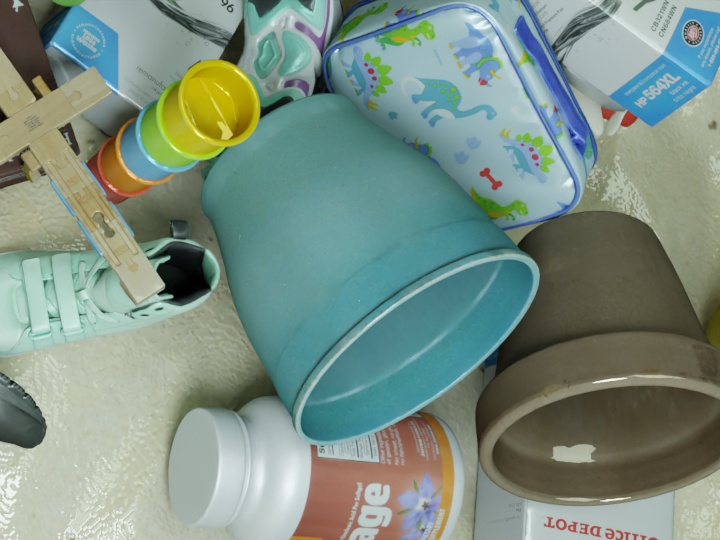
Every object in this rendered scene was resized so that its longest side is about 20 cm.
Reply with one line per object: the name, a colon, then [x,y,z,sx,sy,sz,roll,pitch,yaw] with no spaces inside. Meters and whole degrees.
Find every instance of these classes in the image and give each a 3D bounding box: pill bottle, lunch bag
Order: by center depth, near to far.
pill bottle: [-0.033,0.151,1.424,0.199,0.112,0.113,8,75,-29]
lunch bag: [0.080,-0.122,1.462,0.200,0.160,0.083,58,35,-25]

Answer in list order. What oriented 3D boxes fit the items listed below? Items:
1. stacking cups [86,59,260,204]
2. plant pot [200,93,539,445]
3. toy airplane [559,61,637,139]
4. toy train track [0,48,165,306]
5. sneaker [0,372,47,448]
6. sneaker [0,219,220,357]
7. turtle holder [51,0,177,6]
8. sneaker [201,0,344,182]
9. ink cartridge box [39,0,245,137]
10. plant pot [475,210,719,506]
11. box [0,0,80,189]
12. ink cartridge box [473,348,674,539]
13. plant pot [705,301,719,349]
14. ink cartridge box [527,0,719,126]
stacking cups: [-0.136,-0.090,1.364,0.060,0.200,0.061,7,75,-26]
plant pot: [-0.009,-0.013,1.361,0.199,0.200,0.188,-20,62,-33]
toy airplane: [0.174,-0.206,1.574,0.201,0.141,0.199,68,22,-1]
toy train track: [-0.199,-0.061,1.324,0.114,0.033,0.200,-34,82,-15]
sneaker: [-0.308,0.086,1.305,0.199,0.076,0.091,24,77,-17]
sneaker: [-0.196,0.010,1.354,0.200,0.118,0.074,-11,86,-31]
turtle holder: [-0.183,-0.260,1.351,0.140,0.132,0.186,-9,61,-5]
sneaker: [-0.053,-0.135,1.489,0.077,0.140,0.201,19,85,18]
ink cartridge box: [-0.152,-0.203,1.459,0.116,0.068,0.201,36,62,-20]
plant pot: [0.178,0.055,1.448,0.199,0.200,0.175,15,54,-28]
box: [-0.283,-0.155,1.368,0.100,0.075,0.201,-20,91,-33]
ink cartridge box: [0.175,0.138,1.569,0.146,0.086,0.201,14,72,-27]
plant pot: [0.375,0.069,1.673,0.199,0.142,0.201,8,75,-30]
ink cartridge box: [0.188,-0.231,1.477,0.200,0.084,0.146,34,61,-12]
